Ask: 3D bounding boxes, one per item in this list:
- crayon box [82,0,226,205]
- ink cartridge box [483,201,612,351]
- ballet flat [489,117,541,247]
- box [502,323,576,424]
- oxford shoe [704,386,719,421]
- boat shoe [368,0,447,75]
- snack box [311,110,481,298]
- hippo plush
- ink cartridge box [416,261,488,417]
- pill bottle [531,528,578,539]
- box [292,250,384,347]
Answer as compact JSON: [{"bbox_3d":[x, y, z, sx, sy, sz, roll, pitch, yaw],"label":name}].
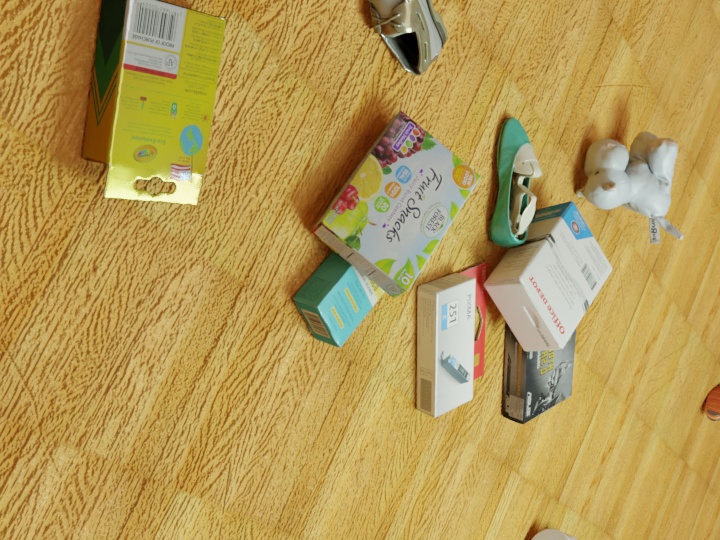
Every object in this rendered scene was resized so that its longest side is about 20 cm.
[{"bbox_3d":[-0.214,-0.173,1.037,0.126,0.050,0.203,3,99,-49],"label":"crayon box"},{"bbox_3d":[0.304,0.010,1.615,0.200,0.084,0.147,-48,114,-34],"label":"ink cartridge box"},{"bbox_3d":[0.248,-0.134,1.560,0.067,0.070,0.203,-7,106,-47],"label":"ballet flat"},{"bbox_3d":[0.311,0.144,1.734,0.157,0.048,0.203,-17,114,-44],"label":"box"},{"bbox_3d":[0.893,0.318,2.436,0.199,0.071,0.074,-33,130,-38],"label":"oxford shoe"},{"bbox_3d":[0.050,-0.327,1.271,0.200,0.074,0.069,43,64,-47],"label":"boat shoe"},{"bbox_3d":[0.049,-0.086,1.302,0.142,0.053,0.201,38,66,-9],"label":"snack box"},{"bbox_3d":[0.455,-0.150,1.768,0.159,0.159,0.203,2,85,-18],"label":"hippo plush"},{"bbox_3d":[0.157,0.103,1.550,0.175,0.044,0.203,-19,116,-43],"label":"ink cartridge box"},{"bbox_3d":[0.390,0.570,1.907,0.113,0.112,0.200,-57,137,-19],"label":"pill bottle"},{"bbox_3d":[0.000,0.000,1.335,0.200,0.049,0.083,-51,134,-25],"label":"box"}]
